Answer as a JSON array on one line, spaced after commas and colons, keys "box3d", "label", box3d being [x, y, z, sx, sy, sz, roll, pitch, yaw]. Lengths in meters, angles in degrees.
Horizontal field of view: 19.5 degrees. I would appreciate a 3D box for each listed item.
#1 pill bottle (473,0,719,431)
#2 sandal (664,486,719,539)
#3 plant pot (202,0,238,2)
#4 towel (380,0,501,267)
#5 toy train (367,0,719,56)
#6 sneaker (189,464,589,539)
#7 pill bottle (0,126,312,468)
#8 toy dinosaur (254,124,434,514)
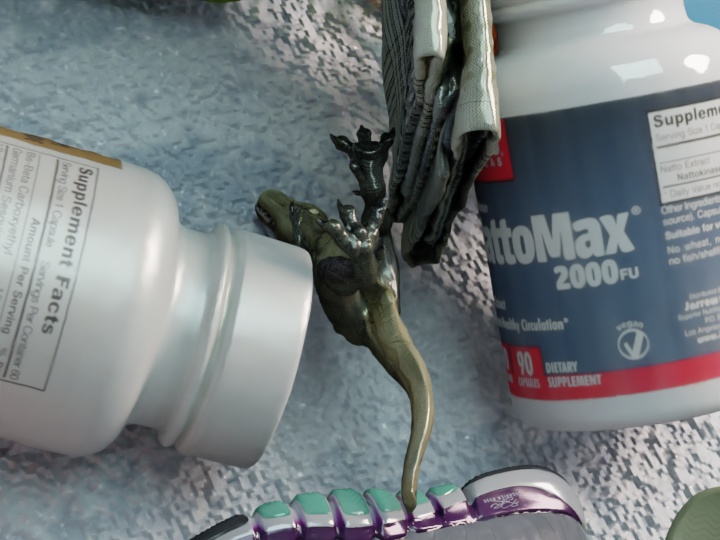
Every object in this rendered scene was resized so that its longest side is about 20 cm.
[{"box3d": [0.105, -0.043, 0.875, 0.119, 0.119, 0.202, -13, 96, -30], "label": "pill bottle"}, {"box3d": [0.138, 0.161, 0.758, 0.079, 0.058, 0.202, -2, 49, 16], "label": "sandal"}, {"box3d": [-0.110, -0.240, 0.935, 0.199, 0.182, 0.200, 11, 54, -16], "label": "plant pot"}, {"box3d": [0.022, -0.116, 0.875, 0.034, 0.193, 0.202, -3, 74, -7], "label": "towel"}, {"box3d": [0.078, -0.117, 0.971, 0.199, 0.116, 0.085, 34, 50, 2], "label": "toy train"}, {"box3d": [0.012, 0.131, 0.784, 0.199, 0.075, 0.088, -11, 49, -25], "label": "sneaker"}, {"box3d": [-0.125, 0.008, 0.799, 0.199, 0.115, 0.115, 16, 52, -12], "label": "pill bottle"}, {"box3d": [0.000, 0.000, 0.836, 0.047, 0.089, 0.200, -9, 33, -12], "label": "toy dinosaur"}]
